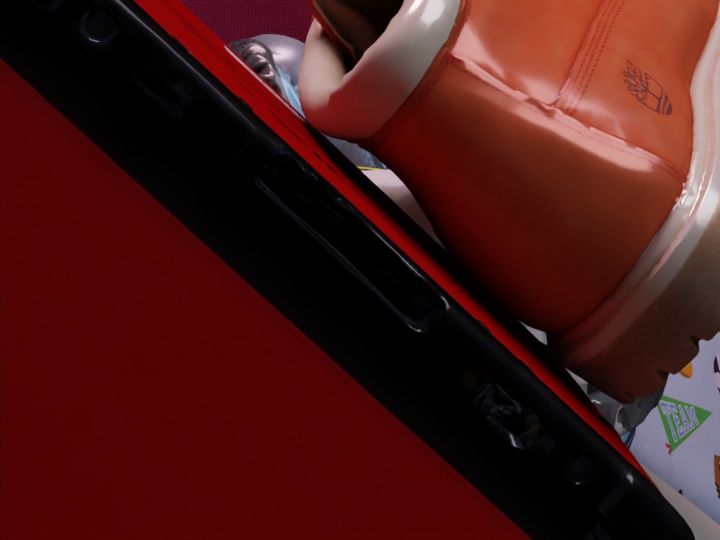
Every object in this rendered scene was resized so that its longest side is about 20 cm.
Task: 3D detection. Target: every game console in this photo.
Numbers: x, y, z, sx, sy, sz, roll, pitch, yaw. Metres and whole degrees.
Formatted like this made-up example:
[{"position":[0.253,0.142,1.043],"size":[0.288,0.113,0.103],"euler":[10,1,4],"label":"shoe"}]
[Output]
[{"position":[-0.043,0.025,0.603],"size":[0.200,0.119,0.172],"euler":[43,5,-18],"label":"game console"}]

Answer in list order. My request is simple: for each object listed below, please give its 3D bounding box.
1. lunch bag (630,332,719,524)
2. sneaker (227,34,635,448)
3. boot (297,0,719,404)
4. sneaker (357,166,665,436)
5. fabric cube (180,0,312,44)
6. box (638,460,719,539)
[{"position":[0.072,0.020,1.052],"size":[0.200,0.075,0.161],"euler":[41,41,-42],"label":"lunch bag"},{"position":[0.018,0.004,0.908],"size":[0.079,0.096,0.200],"euler":[-2,-55,49],"label":"sneaker"},{"position":[0.038,-0.058,0.702],"size":[0.107,0.075,0.200],"euler":[35,21,-13],"label":"boot"},{"position":[0.000,0.000,0.784],"size":[0.200,0.075,0.085],"euler":[12,-4,-38],"label":"sneaker"},{"position":[-0.060,-0.155,1.123],"size":[0.199,0.200,0.196],"euler":[49,1,-14],"label":"fabric cube"},{"position":[0.109,0.140,0.752],"size":[0.200,0.095,0.078],"euler":[40,7,9],"label":"box"}]
